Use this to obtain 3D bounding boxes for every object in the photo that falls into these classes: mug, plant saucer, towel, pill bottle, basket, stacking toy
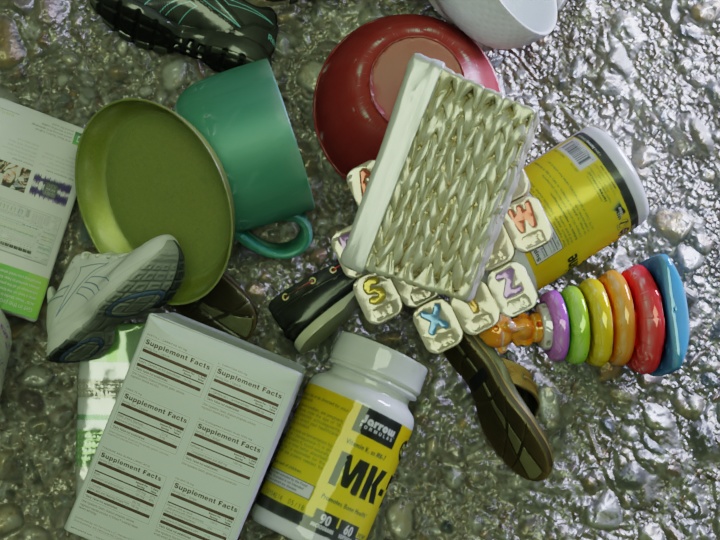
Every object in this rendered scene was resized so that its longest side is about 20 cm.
[{"bbox_3d":[-0.116,-0.101,1.491,0.113,0.152,0.187,-18,84,-3],"label":"mug"},{"bbox_3d":[-0.188,-0.067,1.446,0.031,0.200,0.201,-28,83,-48],"label":"plant saucer"},{"bbox_3d":[-0.208,0.151,1.516,0.148,0.031,0.202,0,83,-4],"label":"towel"},{"bbox_3d":[-0.016,0.169,1.481,0.113,0.114,0.202,23,83,0],"label":"pill bottle"},{"bbox_3d":[0.176,-0.046,1.520,0.199,0.112,0.113,-32,85,-6],"label":"pill bottle"},{"bbox_3d":[0.076,-0.078,1.388,0.122,0.136,0.202,20,93,6],"label":"basket"},{"bbox_3d":[0.211,0.053,1.504,0.198,0.110,0.117,-6,83,-8],"label":"stacking toy"}]

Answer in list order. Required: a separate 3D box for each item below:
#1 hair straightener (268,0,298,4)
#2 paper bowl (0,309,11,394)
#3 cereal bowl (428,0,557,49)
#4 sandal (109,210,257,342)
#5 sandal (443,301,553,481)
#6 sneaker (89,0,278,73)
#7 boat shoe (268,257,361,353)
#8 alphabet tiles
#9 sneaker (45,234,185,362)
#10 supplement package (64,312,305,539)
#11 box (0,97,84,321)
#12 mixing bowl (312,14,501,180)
[{"bbox_3d":[-0.024,-0.325,1.575,0.198,0.041,0.078,-20,84,-8],"label":"hair straightener"},{"bbox_3d":[-0.429,0.058,1.439,0.198,0.201,0.105,5,53,-2],"label":"paper bowl"},{"bbox_3d":[0.110,-0.306,1.526,0.083,0.200,0.202,-26,84,30],"label":"cereal bowl"},{"bbox_3d":[-0.174,-0.008,1.523,0.200,0.055,0.082,43,103,5],"label":"sandal"},{"bbox_3d":[0.142,0.113,1.525,0.054,0.080,0.201,-25,80,-27],"label":"sandal"},{"bbox_3d":[-0.178,-0.259,1.558,0.198,0.075,0.080,21,68,-7],"label":"sneaker"},{"bbox_3d":[0.000,-0.001,1.523,0.201,0.074,0.063,-36,74,-12],"label":"boat shoe"},{"bbox_3d":[0.077,-0.031,1.462,0.199,0.015,0.197,-26,85,8],"label":"alphabet tiles"},{"bbox_3d":[-0.244,0.013,1.458,0.199,0.074,0.088,-34,64,33],"label":"sneaker"},{"bbox_3d":[-0.153,0.157,1.399,0.146,0.191,0.202,22,88,0],"label":"supplement package"},{"bbox_3d":[-0.359,-0.066,1.511,0.143,0.036,0.202,20,80,-21],"label":"box"},{"bbox_3d":[0.052,-0.175,1.532,0.198,0.108,0.202,0,82,-3],"label":"mixing bowl"}]
